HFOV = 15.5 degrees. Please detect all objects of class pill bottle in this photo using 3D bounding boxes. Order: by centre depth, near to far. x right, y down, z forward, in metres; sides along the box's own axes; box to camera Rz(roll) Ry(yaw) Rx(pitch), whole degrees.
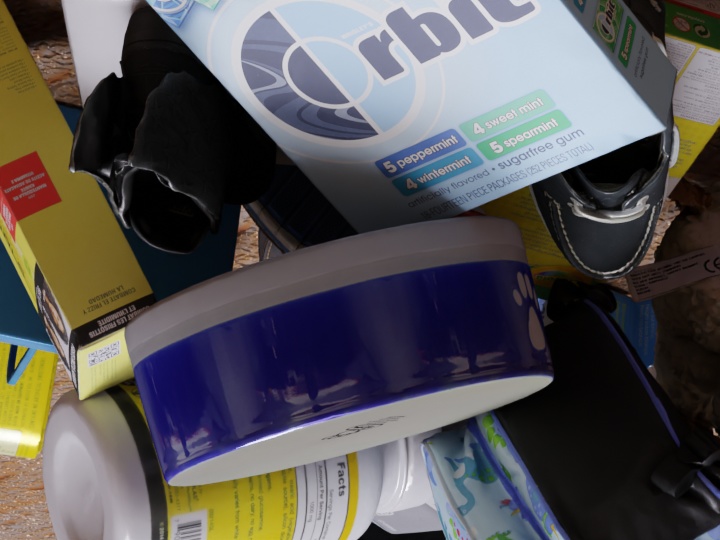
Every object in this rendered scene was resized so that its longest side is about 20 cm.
[{"bbox_3d":[-0.061,0.103,1.419,0.199,0.113,0.112,-9,164,-28],"label":"pill bottle"}]

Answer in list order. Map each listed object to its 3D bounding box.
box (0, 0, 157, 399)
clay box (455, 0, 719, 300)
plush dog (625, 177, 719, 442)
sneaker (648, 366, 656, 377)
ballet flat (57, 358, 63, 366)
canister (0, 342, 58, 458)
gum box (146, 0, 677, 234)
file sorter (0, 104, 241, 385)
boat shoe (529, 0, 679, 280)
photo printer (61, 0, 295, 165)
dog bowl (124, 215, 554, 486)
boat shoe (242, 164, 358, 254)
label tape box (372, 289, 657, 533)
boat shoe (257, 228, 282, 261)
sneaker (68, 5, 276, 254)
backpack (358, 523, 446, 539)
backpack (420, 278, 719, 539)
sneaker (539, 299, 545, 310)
[{"bbox_3d":[-0.165,-0.039,1.359,0.050,0.201,0.075,-23,162,-14],"label":"box"},{"bbox_3d":[0.106,-0.067,1.341,0.114,0.048,0.200,15,136,-19],"label":"clay box"},{"bbox_3d":[0.209,0.024,1.466,0.160,0.200,0.172,30,153,15],"label":"plush dog"},{"bbox_3d":[0.144,0.130,1.648,0.146,0.201,0.081,-3,146,35],"label":"sneaker"},{"bbox_3d":[-0.142,0.029,1.672,0.199,0.068,0.072,-12,171,34],"label":"ballet flat"},{"bbox_3d":[-0.283,0.033,1.609,0.198,0.150,0.087,9,-167,-11],"label":"canister"},{"bbox_3d":[0.015,-0.114,1.170,0.169,0.045,0.200,-22,125,35],"label":"gum box"},{"bbox_3d":[-0.181,-0.008,1.504,0.198,0.140,0.123,12,159,-14],"label":"file sorter"},{"bbox_3d":[0.115,-0.059,1.268,0.075,0.061,0.201,-7,136,4],"label":"boat shoe"},{"bbox_3d":[-0.064,-0.125,1.295,0.165,0.070,0.200,6,156,1],"label":"photo printer"},{"bbox_3d":[-0.009,0.041,1.276,0.199,0.079,0.200,-15,171,-2],"label":"dog bowl"},{"bbox_3d":[0.000,0.000,1.467,0.200,0.072,0.072,41,151,7],"label":"boat shoe"},{"bbox_3d":[0.096,0.077,1.611,0.199,0.144,0.066,-9,152,30],"label":"label tape box"},{"bbox_3d":[-0.027,0.019,1.597,0.074,0.074,0.200,3,156,5],"label":"boat shoe"},{"bbox_3d":[-0.087,-0.050,1.252,0.059,0.105,0.200,1,155,12],"label":"sneaker"},{"bbox_3d":[-0.012,0.158,1.792,0.189,0.201,0.154,22,165,-25],"label":"backpack"},{"bbox_3d":[0.127,0.144,1.386,0.146,0.183,0.200,-31,133,0],"label":"backpack"},{"bbox_3d":[0.071,-0.017,1.499,0.082,0.074,0.200,10,154,-2],"label":"sneaker"}]
